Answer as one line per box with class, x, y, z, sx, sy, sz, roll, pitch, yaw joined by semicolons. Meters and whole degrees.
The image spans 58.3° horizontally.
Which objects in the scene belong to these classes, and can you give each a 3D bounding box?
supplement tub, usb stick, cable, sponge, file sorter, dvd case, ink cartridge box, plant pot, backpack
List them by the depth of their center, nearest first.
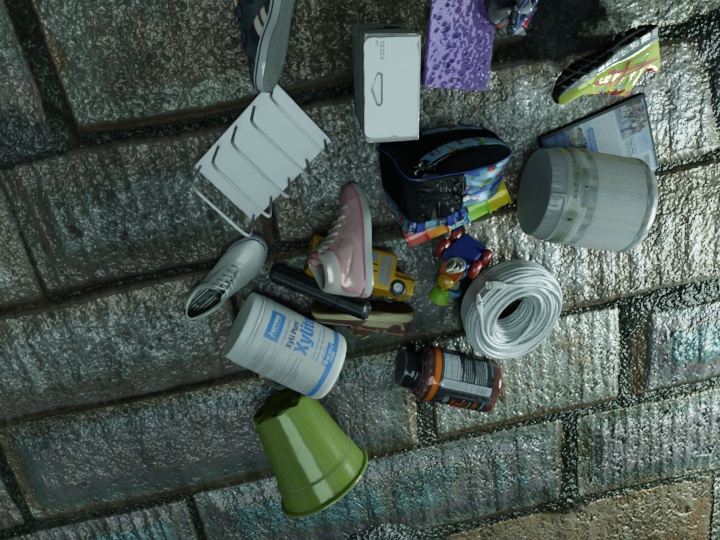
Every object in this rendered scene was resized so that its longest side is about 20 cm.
ink cartridge box;0.036;-0.291;0.982;0.082;0.201;0.148;-3;114;-4
sponge;0.163;-0.399;1.043;0.109;0.030;0.204;0;114;-7
file sorter;-0.161;-0.179;1.052;0.200;0.125;0.139;-43;112;12
backpack;0.144;-0.161;1.071;0.196;0.183;0.137;-14;124;-12
dvd case;0.428;-0.213;1.159;0.197;0.018;0.145;-22;113;5
usb stick;-0.072;0.040;1.162;0.197;0.056;0.033;21;78;10
supplement tub;-0.137;0.141;1.190;0.197;0.132;0.133;27;108;-18
cable;0.284;0.075;1.220;0.196;0.070;0.203;-10;125;-17
plant pot;-0.113;0.336;1.262;0.197;0.200;0.192;-27;103;6
supplement tub;0.169;0.209;1.268;0.196;0.107;0.109;13;112;-11

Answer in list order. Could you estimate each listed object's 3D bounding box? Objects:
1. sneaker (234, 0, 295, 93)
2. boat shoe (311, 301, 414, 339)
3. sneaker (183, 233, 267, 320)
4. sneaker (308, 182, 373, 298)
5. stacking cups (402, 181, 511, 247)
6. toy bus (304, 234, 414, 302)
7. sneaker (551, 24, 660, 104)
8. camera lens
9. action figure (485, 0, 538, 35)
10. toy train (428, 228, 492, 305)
sneaker;-0.150;-0.372;0.979;0.078;0.078;0.205;10;86;11
boat shoe;0.003;0.099;1.223;0.195;0.072;0.073;2;113;-14
sneaker;-0.240;0.020;1.159;0.073;0.071;0.200;40;104;-20
sneaker;-0.038;-0.054;1.095;0.102;0.075;0.205;0;77;-21
stacking cups;0.171;-0.099;1.157;0.197;0.061;0.061;-29;114;7
toy bus;0.000;0.000;1.168;0.196;0.065;0.080;13;74;-11
sneaker;0.417;-0.322;1.078;0.197;0.078;0.091;-29;116;6
camera lens;0.386;-0.120;1.098;0.195;0.161;0.163;7;113;-8
action figure;0.229;-0.457;0.979;0.103;0.201;0.196;13;140;35
toy train;0.154;0.013;1.138;0.084;0.199;0.117;33;119;13
